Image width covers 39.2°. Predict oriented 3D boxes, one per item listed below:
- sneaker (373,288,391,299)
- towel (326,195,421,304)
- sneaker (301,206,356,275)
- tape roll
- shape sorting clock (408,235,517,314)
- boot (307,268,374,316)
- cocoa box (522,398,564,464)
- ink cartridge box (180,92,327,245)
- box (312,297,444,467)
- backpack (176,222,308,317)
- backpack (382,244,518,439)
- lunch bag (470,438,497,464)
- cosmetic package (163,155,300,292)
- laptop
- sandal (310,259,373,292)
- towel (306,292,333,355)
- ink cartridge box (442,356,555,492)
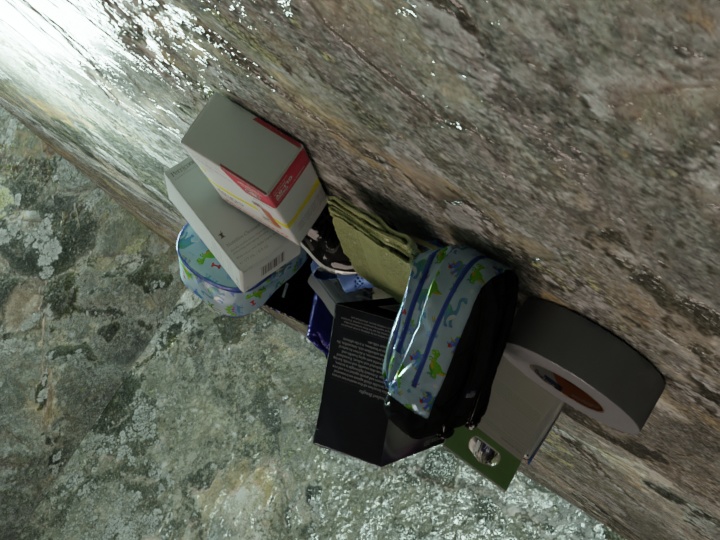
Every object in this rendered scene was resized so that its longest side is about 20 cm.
[{"bbox_3d":[0.053,0.096,1.695,0.072,0.071,0.202,-47,-61,-68],"label":"sneaker"},{"bbox_3d":[0.032,-0.016,1.309,0.148,0.037,0.200,35,164,26],"label":"towel"},{"bbox_3d":[-0.067,-0.064,1.485,0.199,0.076,0.088,30,165,29],"label":"sneaker"},{"bbox_3d":[0.267,0.117,1.232,0.199,0.066,0.200,34,172,6],"label":"tape roll"},{"bbox_3d":[0.117,0.016,1.331,0.199,0.039,0.200,34,171,6],"label":"shape sorting clock"},{"bbox_3d":[-0.005,0.031,1.580,0.073,0.096,0.200,29,-168,-47],"label":"boot"},{"bbox_3d":[0.215,0.193,1.596,0.199,0.134,0.131,32,170,17],"label":"cocoa box"},{"bbox_3d":[-0.134,-0.129,1.340,0.144,0.084,0.200,31,170,16],"label":"ink cartridge box"},{"bbox_3d":[0.046,0.151,1.428,0.122,0.201,0.199,15,-171,30],"label":"box"},{"bbox_3d":[-0.194,-0.045,1.624,0.182,0.200,0.148,33,152,15],"label":"backpack"},{"bbox_3d":[0.107,0.072,1.171,0.154,0.201,0.162,42,-149,28],"label":"backpack"},{"bbox_3d":[0.186,0.224,1.757,0.199,0.169,0.139,27,169,34],"label":"lunch bag"},{"bbox_3d":[-0.187,-0.083,1.479,0.200,0.112,0.081,49,161,15],"label":"cosmetic package"},{"bbox_3d":[-0.099,0.051,1.768,0.198,0.178,0.103,26,136,-14],"label":"laptop"},{"bbox_3d":[0.000,0.000,1.528,0.199,0.088,0.080,26,166,34],"label":"sandal"},{"bbox_3d":[-0.028,0.072,1.712,0.049,0.201,0.147,-30,124,34],"label":"towel"},{"bbox_3d":[0.195,0.184,1.408,0.145,0.201,0.048,38,168,-29],"label":"ink cartridge box"}]
